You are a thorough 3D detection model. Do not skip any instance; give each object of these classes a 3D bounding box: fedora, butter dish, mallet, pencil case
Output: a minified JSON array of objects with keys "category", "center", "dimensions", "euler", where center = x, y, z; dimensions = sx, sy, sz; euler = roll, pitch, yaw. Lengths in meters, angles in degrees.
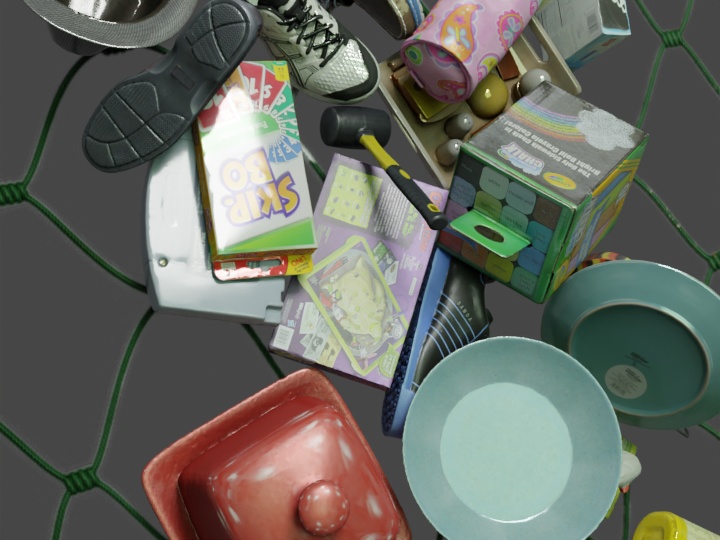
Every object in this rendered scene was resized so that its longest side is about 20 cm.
[{"category":"fedora","center":[-0.234,-0.262,1.011],"dimensions":[0.176,0.090,0.202],"euler":[13,64,-21]},{"category":"butter dish","center":[-0.050,0.201,0.961],"dimensions":[0.199,0.148,0.201],"euler":[-29,90,-24]},{"category":"mallet","center":[0.018,-0.096,1.039],"dimensions":[0.065,0.200,0.041],"euler":[4,121,-23]},{"category":"pencil case","center":[0.120,-0.256,1.109],"dimensions":[0.087,0.087,0.201],"euler":[39,66,-10]}]

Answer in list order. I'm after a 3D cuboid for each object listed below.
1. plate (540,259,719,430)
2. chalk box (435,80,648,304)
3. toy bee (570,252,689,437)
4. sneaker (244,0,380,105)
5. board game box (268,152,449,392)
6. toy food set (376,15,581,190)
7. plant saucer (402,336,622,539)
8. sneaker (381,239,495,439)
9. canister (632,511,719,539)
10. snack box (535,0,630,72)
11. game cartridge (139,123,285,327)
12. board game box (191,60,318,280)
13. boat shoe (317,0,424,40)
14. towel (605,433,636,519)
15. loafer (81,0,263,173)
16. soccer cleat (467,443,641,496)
[{"category":"plate","center":[0.265,0.080,1.084],"dimensions":[0.200,0.200,0.026],"euler":[43,41,-8]},{"category":"chalk box","center":[0.157,-0.064,1.058],"dimensions":[0.124,0.124,0.200],"euler":[33,48,21]},{"category":"toy bee","center":[0.305,0.049,1.150],"dimensions":[0.200,0.109,0.131],"euler":[44,23,-17]},{"category":"sneaker","center":[-0.065,-0.229,1.061],"dimensions":[0.200,0.088,0.076],"euler":[38,85,-3]},{"category":"board game box","center":[0.000,0.000,1.069],"dimensions":[0.119,0.032,0.201],"euler":[18,73,3]},{"category":"toy food set","center":[0.115,-0.189,1.150],"dimensions":[0.199,0.060,0.144],"euler":[-36,93,-24]},{"category":"plant saucer","center":[0.135,0.162,1.031],"dimensions":[0.199,0.039,0.203],"euler":[1,76,-5]},{"category":"sneaker","center":[0.079,0.071,1.079],"dimensions":[0.077,0.070,0.201],"euler":[21,71,-9]},{"category":"canister","center":[0.357,0.340,1.124],"dimensions":[0.199,0.086,0.149],"euler":[26,71,-13]},{"category":"snack box","center":[0.219,-0.320,1.186],"dimensions":[0.037,0.116,0.202],"euler":[-4,81,-22]},{"category":"game cartridge","center":[-0.132,-0.054,1.033],"dimensions":[0.132,0.042,0.202],"euler":[7,71,-15]},{"category":"board game box","center":[-0.098,-0.092,1.026],"dimensions":[0.095,0.030,0.202],"euler":[-5,78,-23]},{"category":"boat shoe","center":[-0.020,-0.295,1.119],"dimensions":[0.072,0.072,0.200],"euler":[-39,84,-17]},{"category":"towel","center":[0.184,0.158,1.132],"dimensions":[0.199,0.018,0.086],"euler":[36,66,-11]},{"category":"loafer","center":[-0.158,-0.157,0.993],"dimensions":[0.200,0.063,0.072],"euler":[-40,88,18]},{"category":"soccer cleat","center":[0.169,0.185,1.076],"dimensions":[0.198,0.069,0.078],"euler":[-8,91,-8]}]
